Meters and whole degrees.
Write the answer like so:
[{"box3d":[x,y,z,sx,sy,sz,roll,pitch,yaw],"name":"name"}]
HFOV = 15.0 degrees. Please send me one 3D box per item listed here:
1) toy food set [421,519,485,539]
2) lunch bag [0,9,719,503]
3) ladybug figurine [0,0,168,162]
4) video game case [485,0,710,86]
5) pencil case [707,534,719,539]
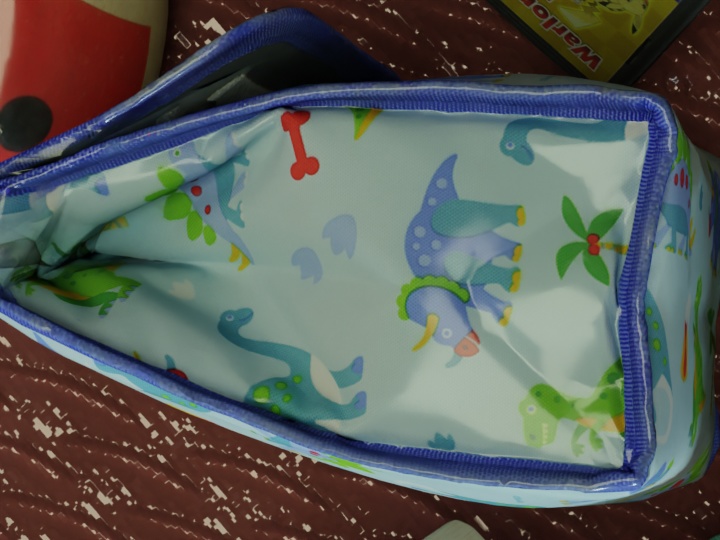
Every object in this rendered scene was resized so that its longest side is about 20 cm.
[{"box3d":[0.021,0.181,0.844,0.144,0.060,0.200,52,134,12],"name":"toy food set"},{"box3d":[0.000,0.000,0.788,0.199,0.170,0.128,2,86,14],"name":"lunch bag"},{"box3d":[-0.139,-0.057,0.862,0.135,0.072,0.201,28,103,0],"name":"ladybug figurine"},{"box3d":[0.040,-0.159,0.775,0.200,0.026,0.181,43,148,1],"name":"video game case"},{"box3d":[0.148,0.165,0.785,0.088,0.088,0.200,-39,79,16],"name":"pencil case"}]
